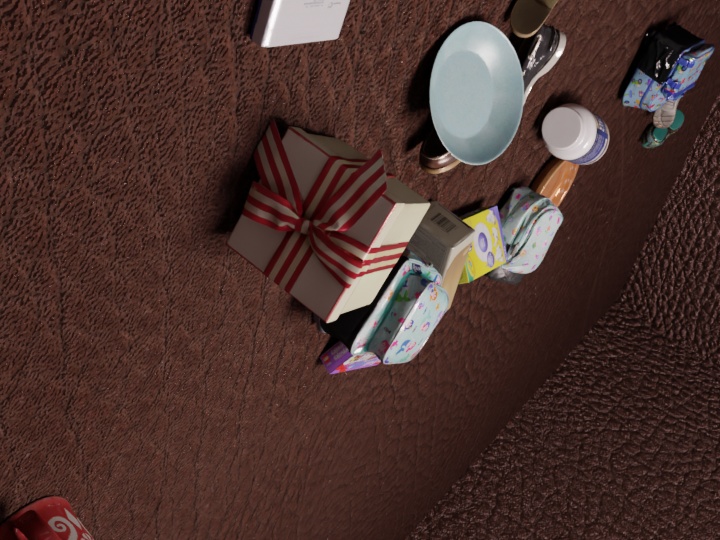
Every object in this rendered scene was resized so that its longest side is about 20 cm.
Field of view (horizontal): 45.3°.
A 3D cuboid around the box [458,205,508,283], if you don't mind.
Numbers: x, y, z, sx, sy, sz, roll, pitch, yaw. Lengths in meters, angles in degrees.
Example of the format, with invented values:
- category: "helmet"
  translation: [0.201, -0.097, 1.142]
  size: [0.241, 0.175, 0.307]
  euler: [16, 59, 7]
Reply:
- category: "box"
  translation: [0.212, -0.049, 1.655]
  size: [0.199, 0.048, 0.120]
  euler: [-23, 103, -50]

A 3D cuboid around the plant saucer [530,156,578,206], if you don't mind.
- category: "plant saucer"
  translation: [0.433, -0.187, 1.989]
  size: [0.200, 0.037, 0.202]
  euler: [-42, 155, -25]

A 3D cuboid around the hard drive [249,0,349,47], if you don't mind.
- category: "hard drive"
  translation: [-0.037, -0.328, 0.866]
  size: [0.131, 0.025, 0.203]
  euler: [-26, 144, -50]

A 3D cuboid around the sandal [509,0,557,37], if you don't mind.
- category: "sandal"
  translation: [0.305, -0.452, 1.340]
  size: [0.213, 0.077, 0.070]
  euler: [-51, 178, 6]

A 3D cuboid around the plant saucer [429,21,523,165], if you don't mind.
- category: "plant saucer"
  translation: [0.162, -0.258, 1.266]
  size: [0.198, 0.038, 0.206]
  euler: [-7, 101, -38]

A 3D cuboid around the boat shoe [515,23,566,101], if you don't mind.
- category: "boat shoe"
  translation: [0.255, -0.317, 1.418]
  size: [0.059, 0.075, 0.201]
  euler: [17, 133, -24]

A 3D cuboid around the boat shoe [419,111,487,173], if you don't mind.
- category: "boat shoe"
  translation: [0.155, -0.232, 1.334]
  size: [0.200, 0.070, 0.071]
  euler: [-49, 154, -30]

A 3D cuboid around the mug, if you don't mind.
- category: "mug"
  translation: [-0.354, 0.384, 1.017]
  size: [0.134, 0.199, 0.178]
  euler: [-48, 158, -9]

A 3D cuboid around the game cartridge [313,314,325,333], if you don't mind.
- category: "game cartridge"
  translation: [0.000, 0.000, 1.395]
  size: [0.200, 0.041, 0.134]
  euler: [-42, 159, -27]

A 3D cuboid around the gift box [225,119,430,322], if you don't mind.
- category: "gift box"
  translation: [-0.037, -0.073, 1.042]
  size: [0.203, 0.183, 0.186]
  euler: [-64, 165, 15]

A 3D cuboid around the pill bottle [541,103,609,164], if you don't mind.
- category: "pill bottle"
  translation: [0.436, -0.280, 1.766]
  size: [0.112, 0.110, 0.199]
  euler: [-60, 157, 16]

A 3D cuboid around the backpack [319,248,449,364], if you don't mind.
- category: "backpack"
  translation: [0.047, 0.051, 1.340]
  size: [0.179, 0.149, 0.200]
  euler: [-58, 162, 7]

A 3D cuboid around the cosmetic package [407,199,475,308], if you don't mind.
- category: "cosmetic package"
  translation: [0.126, -0.012, 1.540]
  size: [0.071, 0.105, 0.202]
  euler: [-34, 152, -35]

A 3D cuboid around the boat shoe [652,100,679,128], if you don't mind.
- category: "boat shoe"
  translation: [0.847, -0.492, 2.357]
  size: [0.074, 0.073, 0.203]
  euler: [-66, 173, -60]

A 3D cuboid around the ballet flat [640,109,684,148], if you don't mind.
- category: "ballet flat"
  translation: [0.884, -0.416, 2.545]
  size: [0.199, 0.074, 0.075]
  euler: [-34, 151, -37]

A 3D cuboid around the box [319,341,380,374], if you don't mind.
- category: "box"
  translation: [0.028, 0.127, 1.568]
  size: [0.136, 0.039, 0.199]
  euler: [-40, 163, 20]

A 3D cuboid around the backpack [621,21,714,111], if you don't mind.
- category: "backpack"
  translation: [0.715, -0.461, 2.039]
  size: [0.181, 0.134, 0.202]
  euler: [-27, 149, -45]

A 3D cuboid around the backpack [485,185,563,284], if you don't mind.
- category: "backpack"
  translation: [0.337, -0.074, 1.843]
  size: [0.166, 0.126, 0.203]
  euler: [3, 117, -60]
